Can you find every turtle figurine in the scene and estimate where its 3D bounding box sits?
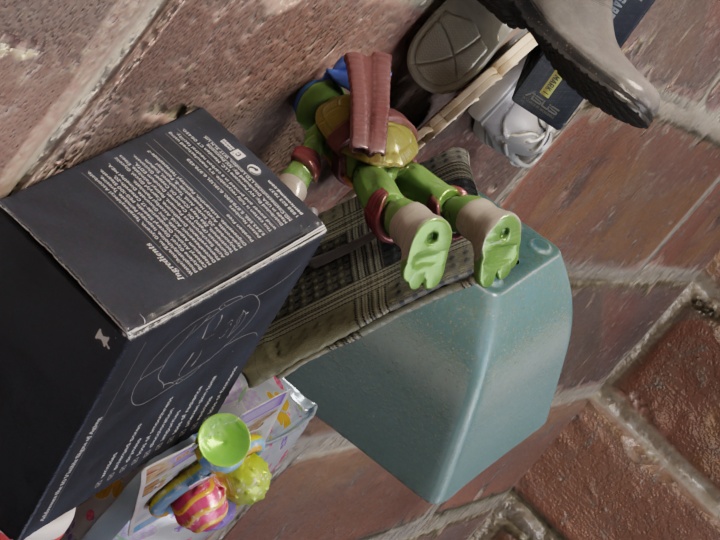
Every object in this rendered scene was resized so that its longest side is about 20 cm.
[{"bbox_3d":[0.003,-0.030,1.518,0.200,0.194,0.144,-51,137,-2],"label":"turtle figurine"}]

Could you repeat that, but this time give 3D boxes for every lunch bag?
[{"bbox_3d":[-0.144,0.143,1.736,0.170,0.127,0.200,-49,176,16],"label":"lunch bag"}]

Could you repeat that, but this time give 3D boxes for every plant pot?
[{"bbox_3d":[0.077,0.045,2.001,0.196,0.195,0.201,-31,151,-47],"label":"plant pot"}]

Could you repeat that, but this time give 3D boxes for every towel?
[{"bbox_3d":[0.000,0.000,1.627,0.199,0.035,0.193,-25,-153,10],"label":"towel"}]

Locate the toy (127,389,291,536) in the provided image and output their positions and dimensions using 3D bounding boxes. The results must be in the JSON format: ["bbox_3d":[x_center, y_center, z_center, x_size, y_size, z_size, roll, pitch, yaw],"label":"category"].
[{"bbox_3d":[-0.099,0.148,1.554,0.115,0.047,0.200,-29,165,-16],"label":"toy"}]

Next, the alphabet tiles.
[{"bbox_3d":[0.066,-0.119,1.740,0.196,0.015,0.200,-43,-178,-30],"label":"alphabet tiles"}]

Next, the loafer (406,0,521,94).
[{"bbox_3d":[0.112,-0.211,1.670,0.200,0.072,0.063,-42,-177,4],"label":"loafer"}]

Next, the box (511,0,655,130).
[{"bbox_3d":[0.192,-0.217,1.766,0.158,0.051,0.200,-56,-175,29],"label":"box"}]

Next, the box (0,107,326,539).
[{"bbox_3d":[-0.155,0.032,1.395,0.196,0.124,0.201,-32,161,-50],"label":"box"}]

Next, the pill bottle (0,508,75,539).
[{"bbox_3d":[-0.285,0.200,1.487,0.200,0.114,0.114,-53,165,21],"label":"pill bottle"}]

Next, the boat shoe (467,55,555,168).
[{"bbox_3d":[0.134,-0.127,1.902,0.072,0.068,0.200,-47,172,-10],"label":"boat shoe"}]

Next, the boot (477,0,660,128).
[{"bbox_3d":[0.168,-0.203,1.572,0.132,0.200,0.070,-43,158,-2],"label":"boot"}]
